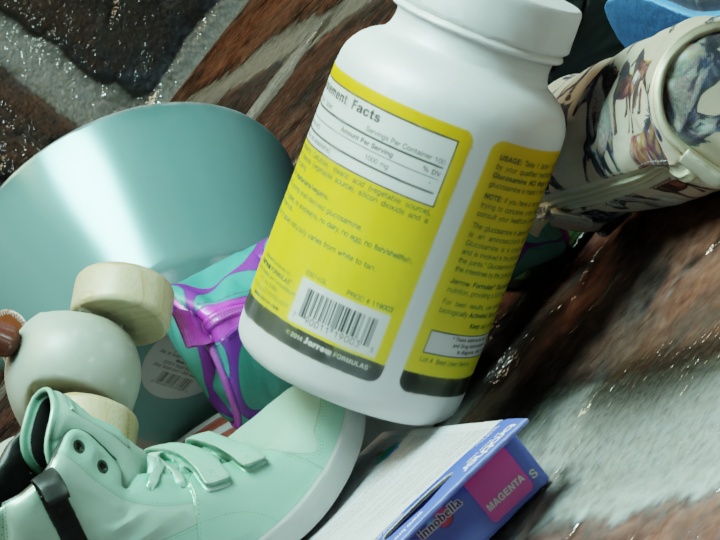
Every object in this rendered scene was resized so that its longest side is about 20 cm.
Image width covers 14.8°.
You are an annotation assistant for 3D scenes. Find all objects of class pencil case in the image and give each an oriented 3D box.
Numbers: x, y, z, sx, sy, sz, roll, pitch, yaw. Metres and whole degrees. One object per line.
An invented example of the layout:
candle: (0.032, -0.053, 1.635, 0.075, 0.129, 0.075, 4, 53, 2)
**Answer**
pencil case: (0.135, -0.062, 1.275, 0.090, 0.078, 0.200, -64, 14, -13)
pencil case: (0.000, 0.000, 1.386, 0.199, 0.085, 0.092, -29, -15, -10)

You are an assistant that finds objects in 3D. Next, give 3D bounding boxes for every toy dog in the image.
toy dog: (-0.166, 0.067, 1.351, 0.132, 0.096, 0.200, -86, 21, -49)

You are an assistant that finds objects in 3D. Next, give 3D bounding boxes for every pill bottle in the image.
pill bottle: (0.027, -0.040, 1.272, 0.112, 0.112, 0.201, -102, 33, -76)

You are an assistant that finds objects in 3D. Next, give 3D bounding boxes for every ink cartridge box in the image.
ink cartridge box: (0.010, 0.119, 1.234, 0.119, 0.042, 0.200, -42, 6, -17)

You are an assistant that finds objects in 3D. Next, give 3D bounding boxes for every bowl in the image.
bowl: (-0.105, 0.021, 1.481, 0.201, 0.200, 0.105, -47, 49, 18)

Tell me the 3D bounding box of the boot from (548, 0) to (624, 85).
boot: (0.082, -0.105, 1.544, 0.198, 0.073, 0.163, -40, 15, 7)

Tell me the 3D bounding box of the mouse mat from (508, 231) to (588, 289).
mouse mat: (0.134, -0.069, 1.492, 0.200, 0.008, 0.161, -51, 11, -10)

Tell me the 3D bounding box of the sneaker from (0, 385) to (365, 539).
sneaker: (-0.086, 0.084, 1.249, 0.200, 0.119, 0.074, -42, 24, -29)

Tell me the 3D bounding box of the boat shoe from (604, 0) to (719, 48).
boat shoe: (0.190, -0.118, 1.289, 0.069, 0.084, 0.200, -46, 26, -16)

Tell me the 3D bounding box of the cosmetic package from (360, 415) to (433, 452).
cosmetic package: (-0.041, 0.118, 1.457, 0.200, 0.051, 0.083, -47, 13, 13)

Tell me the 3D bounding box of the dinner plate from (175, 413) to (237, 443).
dinner plate: (-0.090, 0.132, 1.382, 0.200, 0.024, 0.200, -36, 15, 11)
